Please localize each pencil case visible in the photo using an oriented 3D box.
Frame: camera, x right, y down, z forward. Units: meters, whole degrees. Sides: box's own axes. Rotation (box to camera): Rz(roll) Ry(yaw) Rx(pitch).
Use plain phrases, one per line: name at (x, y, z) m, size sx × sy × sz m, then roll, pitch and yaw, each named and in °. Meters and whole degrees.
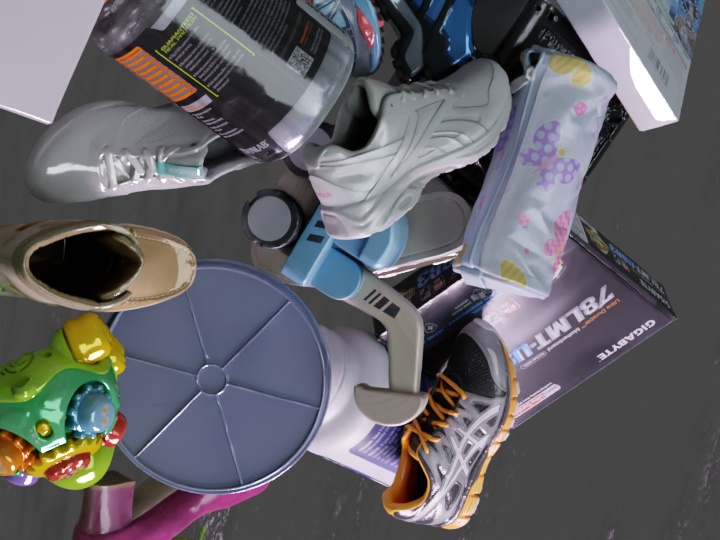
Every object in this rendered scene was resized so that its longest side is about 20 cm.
pencil case at (0.139, -0.078, 1.356) m, size 0.091 × 0.083 × 0.201 m, roll 15°, pitch 93°, yaw -62°

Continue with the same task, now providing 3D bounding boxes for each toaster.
toaster at (0.127, -0.133, 1.485) m, size 0.181 × 0.119 × 0.201 m, roll 32°, pitch 93°, yaw -42°

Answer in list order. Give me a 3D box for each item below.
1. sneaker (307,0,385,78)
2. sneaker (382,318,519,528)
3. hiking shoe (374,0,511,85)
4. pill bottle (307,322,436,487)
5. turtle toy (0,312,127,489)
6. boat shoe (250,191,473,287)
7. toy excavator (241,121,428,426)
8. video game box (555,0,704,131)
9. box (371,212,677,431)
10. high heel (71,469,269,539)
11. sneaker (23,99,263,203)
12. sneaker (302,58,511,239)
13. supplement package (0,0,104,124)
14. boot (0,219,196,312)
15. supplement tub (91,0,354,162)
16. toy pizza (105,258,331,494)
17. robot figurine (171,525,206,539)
sneaker at (-0.049, -0.230, 1.347) m, size 0.095 × 0.079 × 0.201 m, roll -27°, pitch 125°, yaw 0°
sneaker at (0.077, 0.137, 1.464) m, size 0.077 × 0.078 × 0.201 m, roll 2°, pitch 111°, yaw -33°
hiking shoe at (0.052, -0.230, 1.372) m, size 0.086 × 0.074 × 0.201 m, roll -19°, pitch 101°, yaw -3°
pill bottle at (0.000, 0.118, 1.525) m, size 0.200 × 0.120 × 0.120 m, roll 30°, pitch 94°, yaw -43°
turtle toy at (-0.242, 0.116, 1.333) m, size 0.145 × 0.102 × 0.200 m, roll -25°, pitch 167°, yaw -4°
boat shoe at (0.006, -0.025, 1.439) m, size 0.059 × 0.199 × 0.072 m, roll 18°, pitch 63°, yaw -70°
toy excavator at (0.000, 0.000, 1.364) m, size 0.195 × 0.199 × 0.100 m, roll -60°, pitch 171°, yaw 5°
video game box at (0.226, -0.253, 1.456) m, size 0.200 × 0.047 × 0.183 m, roll 51°, pitch 43°, yaw -30°
box at (0.145, 0.038, 1.505) m, size 0.200 × 0.050 × 0.198 m, roll -35°, pitch 130°, yaw 23°
high heel at (-0.165, 0.218, 1.480) m, size 0.199 × 0.067 × 0.097 m, roll -1°, pitch 104°, yaw -38°
sneaker at (-0.159, -0.090, 1.315) m, size 0.199 × 0.088 × 0.076 m, roll -18°, pitch 125°, yaw -28°
sneaker at (0.037, -0.114, 1.288) m, size 0.200 × 0.078 × 0.100 m, roll -42°, pitch 122°, yaw -27°
supplement package at (-0.244, -0.224, 1.157) m, size 0.121 × 0.120 × 0.201 m, roll 19°, pitch 102°, yaw -41°
boot at (-0.189, -0.004, 1.284) m, size 0.199 × 0.155 × 0.073 m, roll 7°, pitch 88°, yaw -33°
supplement tub at (-0.113, -0.181, 1.257) m, size 0.200 × 0.122 × 0.123 m, roll 36°, pitch 90°, yaw -25°
toy pizza at (-0.123, 0.088, 1.420) m, size 0.199 × 0.032 × 0.202 m, roll 0°, pitch 99°, yaw 1°
robot figurine at (-0.186, 0.321, 1.497) m, size 0.200 × 0.116 × 0.176 m, roll -44°, pitch 119°, yaw -9°
